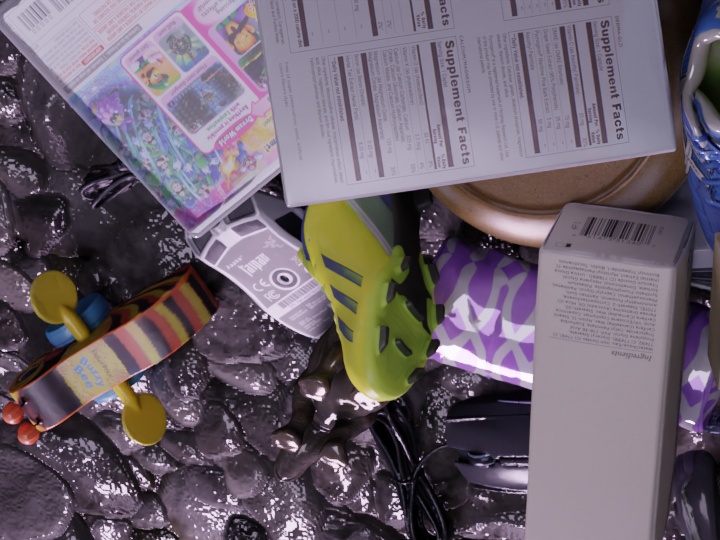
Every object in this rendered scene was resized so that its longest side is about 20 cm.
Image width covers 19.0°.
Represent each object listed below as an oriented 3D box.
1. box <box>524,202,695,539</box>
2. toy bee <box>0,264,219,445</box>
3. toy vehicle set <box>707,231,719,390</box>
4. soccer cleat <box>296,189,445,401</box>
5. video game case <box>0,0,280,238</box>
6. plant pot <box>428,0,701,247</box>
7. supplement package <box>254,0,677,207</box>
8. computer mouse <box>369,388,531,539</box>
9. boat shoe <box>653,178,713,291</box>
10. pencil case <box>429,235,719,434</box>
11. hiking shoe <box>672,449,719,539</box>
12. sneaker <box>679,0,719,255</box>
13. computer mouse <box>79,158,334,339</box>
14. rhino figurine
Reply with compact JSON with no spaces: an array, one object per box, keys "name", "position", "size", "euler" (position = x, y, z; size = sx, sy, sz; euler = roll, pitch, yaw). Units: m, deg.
[{"name":"box","position":[0.144,0.067,1.244],"size":[0.082,0.068,0.200],"euler":[10,119,14]},{"name":"toy bee","position":[-0.187,0.075,1.448],"size":[0.131,0.109,0.200],"euler":[36,124,-4]},{"name":"toy vehicle set","position":[0.297,0.009,1.207],"size":[0.200,0.027,0.124],"euler":[-9,145,-1]},{"name":"soccer cleat","position":[0.000,0.000,1.295],"size":[0.084,0.200,0.065],"euler":[-21,138,24]},{"name":"video game case","position":[-0.084,-0.144,1.253],"size":[0.200,0.024,0.182],"euler":[-38,104,18]},{"name":"plant pot","position":[0.105,-0.110,1.249],"size":[0.200,0.027,0.200],"euler":[4,101,21]},{"name":"supplement package","position":[0.053,-0.125,1.144],"size":[0.200,0.152,0.151],"euler":[-8,95,4]},{"name":"computer mouse","position":[0.103,0.141,1.414],"size":[0.200,0.046,0.141],"euler":[-6,114,23]},{"name":"boat shoe","position":[0.211,-0.017,1.278],"size":[0.200,0.072,0.068],"euler":[4,144,25]},{"name":"pencil case","position":[0.134,0.036,1.322],"size":[0.200,0.086,0.084],"euler":[15,129,10]},{"name":"hiking shoe","position":[0.276,0.176,1.364],"size":[0.101,0.076,0.200],"euler":[-31,114,23]},{"name":"sneaker","position":[0.198,-0.077,1.154],"size":[0.076,0.077,0.200],"euler":[14,132,27]},{"name":"computer mouse","position":[-0.072,-0.026,1.369],"size":[0.200,0.044,0.110],"euler":[38,127,-26]},{"name":"rhino figurine","position":[-0.015,0.083,1.389],"size":[0.060,0.087,0.200],"euler":[30,146,-1]}]
